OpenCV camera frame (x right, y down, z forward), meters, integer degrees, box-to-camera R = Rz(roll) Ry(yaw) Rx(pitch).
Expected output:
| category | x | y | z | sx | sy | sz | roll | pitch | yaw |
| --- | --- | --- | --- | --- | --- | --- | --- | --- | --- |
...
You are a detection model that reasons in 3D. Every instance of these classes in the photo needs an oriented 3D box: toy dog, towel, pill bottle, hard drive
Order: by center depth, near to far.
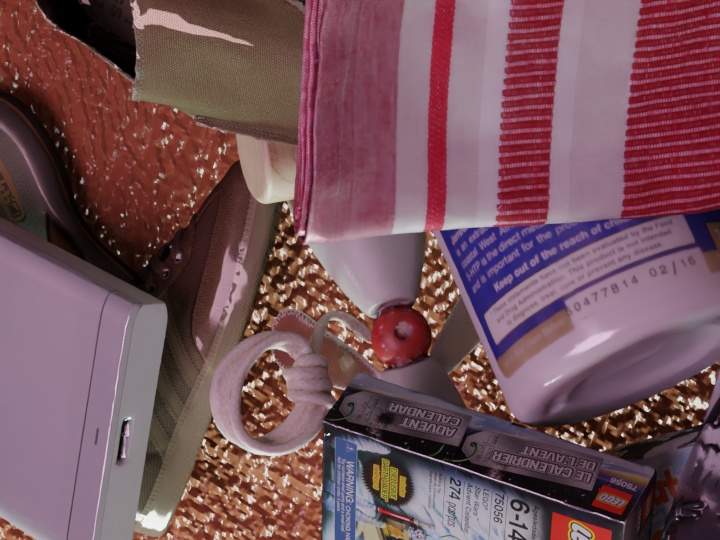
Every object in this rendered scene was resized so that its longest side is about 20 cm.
| category | x | y | z | sx | sy | sz | roll | pitch | yaw |
| --- | --- | --- | --- | --- | --- | --- | --- | --- | --- |
| towel | 0.075 | -0.079 | 1.078 | 0.023 | 0.198 | 0.145 | -114 | 23 | -56 |
| pill bottle | 0.079 | -0.048 | 1.198 | 0.119 | 0.119 | 0.201 | -35 | 70 | 36 |
| toy dog | 0.000 | 0.000 | 1.290 | 0.131 | 0.096 | 0.202 | 8 | 80 | -8 |
| hard drive | -0.172 | 0.046 | 1.378 | 0.199 | 0.027 | 0.133 | 25 | 112 | 43 |

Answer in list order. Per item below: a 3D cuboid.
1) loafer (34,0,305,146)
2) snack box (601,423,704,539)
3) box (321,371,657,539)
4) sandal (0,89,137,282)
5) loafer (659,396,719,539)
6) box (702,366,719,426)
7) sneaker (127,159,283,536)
| category | x | y | z | sx | sy | sz | roll | pitch | yaw |
| --- | --- | --- | --- | --- | --- | --- | --- | --- | --- |
| loafer | -0.064 | -0.094 | 1.218 | 0.199 | 0.067 | 0.077 | 23 | 124 | 40 |
| snack box | 0.142 | 0.128 | 1.232 | 0.199 | 0.037 | 0.117 | -19 | 96 | 34 |
| box | 0.050 | 0.149 | 1.222 | 0.136 | 0.040 | 0.201 | 16 | 130 | 20 |
| sandal | -0.154 | 0.005 | 1.416 | 0.081 | 0.055 | 0.201 | -22 | 100 | 36 |
| loafer | 0.150 | 0.127 | 1.165 | 0.072 | 0.063 | 0.201 | 24 | 117 | 21 |
| box | 0.175 | 0.054 | 1.234 | 0.041 | 0.039 | 0.201 | 24 | 118 | 24 |
| sneaker | -0.096 | 0.031 | 1.358 | 0.075 | 0.070 | 0.201 | 20 | 108 | -3 |
